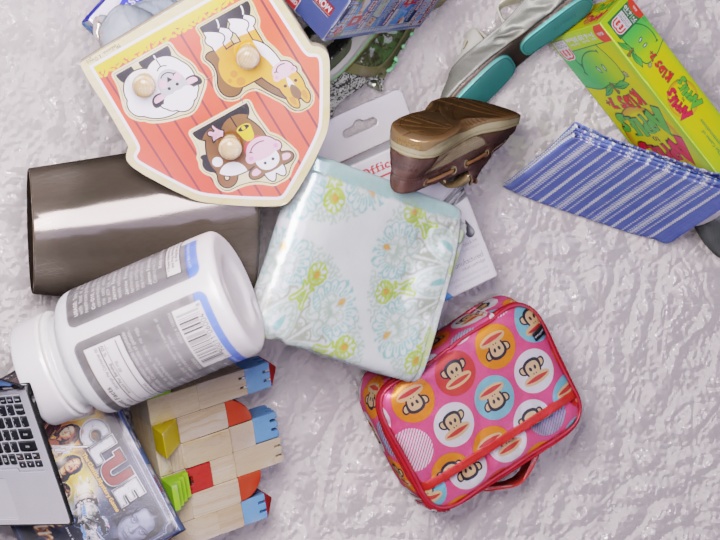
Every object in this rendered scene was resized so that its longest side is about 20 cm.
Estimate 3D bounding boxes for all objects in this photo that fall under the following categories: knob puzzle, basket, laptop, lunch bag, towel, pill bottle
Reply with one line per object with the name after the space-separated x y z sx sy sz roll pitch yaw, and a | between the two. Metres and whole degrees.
-0.112 -0.134 1.552 0.218 0.031 0.221 -1 116 -3 | knob puzzle
-0.199 -0.040 1.661 0.198 0.136 0.181 -2 129 -13 | basket
-0.370 0.147 1.570 0.116 0.186 0.202 -26 103 -45 | laptop
0.113 0.140 1.810 0.199 0.082 0.177 -31 106 -13 | lunch bag
0.261 -0.084 1.817 0.199 0.145 0.024 17 63 -19 | towel
-0.193 0.054 1.584 0.199 0.114 0.114 -22 101 10 | pill bottle
0.000 0.000 1.680 0.199 0.048 0.173 19 86 -35 | towel

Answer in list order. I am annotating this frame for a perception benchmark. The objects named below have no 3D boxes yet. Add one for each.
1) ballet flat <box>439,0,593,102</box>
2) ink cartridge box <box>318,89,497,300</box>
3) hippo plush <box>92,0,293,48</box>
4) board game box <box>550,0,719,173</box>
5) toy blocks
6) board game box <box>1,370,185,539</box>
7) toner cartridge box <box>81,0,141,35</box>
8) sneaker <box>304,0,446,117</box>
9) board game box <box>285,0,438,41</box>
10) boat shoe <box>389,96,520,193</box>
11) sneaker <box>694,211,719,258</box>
0.140 -0.226 1.805 0.200 0.067 0.064 -40 67 2 | ballet flat
0.038 -0.064 1.775 0.115 0.067 0.201 -25 101 -16 | ink cartridge box
-0.169 -0.242 1.617 0.160 0.200 0.160 -33 101 10 | hippo plush
0.285 -0.177 1.831 0.048 0.101 0.200 -46 106 -19 | board game box
-0.136 0.166 1.724 0.136 0.100 0.202 -16 109 -26 | toy blocks
-0.263 0.178 1.653 0.135 0.035 0.201 -30 81 -1 | board game box
-0.157 -0.271 1.709 0.095 0.043 0.200 43 80 -15 | toner cartridge box
0.013 -0.219 1.770 0.199 0.077 0.089 -35 135 -15 | sneaker
-0.017 -0.283 1.652 0.199 0.200 0.062 0 133 -54 | board game box
0.085 -0.113 1.716 0.200 0.072 0.073 -27 132 -58 | boat shoe
0.427 -0.086 1.911 0.199 0.074 0.085 -32 108 -5 | sneaker
